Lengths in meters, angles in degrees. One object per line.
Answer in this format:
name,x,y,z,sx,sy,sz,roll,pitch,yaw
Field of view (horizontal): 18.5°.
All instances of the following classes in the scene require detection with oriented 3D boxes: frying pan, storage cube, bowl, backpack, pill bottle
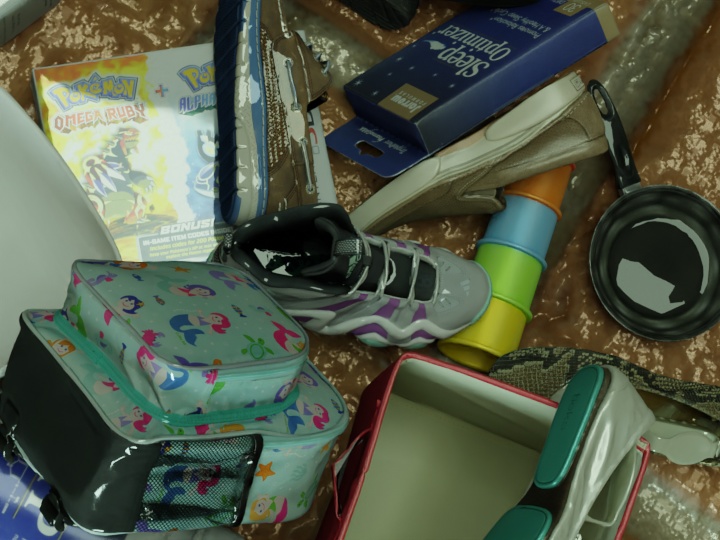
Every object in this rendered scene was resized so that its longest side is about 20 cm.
frying pan,0.194,-0.032,1.606,0.115,0.031,0.190,-44,90,-14
storage cube,0.067,0.171,1.474,0.199,0.180,0.171,20,77,-4
bowl,-0.281,-0.010,1.476,0.199,0.075,0.200,-33,78,-18
backpack,-0.110,0.080,1.404,0.200,0.178,0.151,8,114,-41
pill bottle,-0.185,0.171,1.464,0.200,0.120,0.120,27,76,-3

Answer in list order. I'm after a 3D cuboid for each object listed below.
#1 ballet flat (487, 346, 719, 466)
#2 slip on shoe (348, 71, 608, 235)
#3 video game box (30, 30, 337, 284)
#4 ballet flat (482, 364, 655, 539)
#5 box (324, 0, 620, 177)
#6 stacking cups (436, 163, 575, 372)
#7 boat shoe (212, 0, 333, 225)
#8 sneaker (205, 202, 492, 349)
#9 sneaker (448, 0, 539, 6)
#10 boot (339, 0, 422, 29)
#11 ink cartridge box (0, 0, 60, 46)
ballet flat,0.187,0.100,1.537,0.199,0.075,0.068,13,117,-22
slip on shoe,0.080,-0.064,1.551,0.200,0.076,0.061,-31,93,10
video game box,-0.120,-0.066,1.560,0.199,0.047,0.183,-10,79,-11
ballet flat,0.125,0.154,1.367,0.069,0.069,0.200,31,75,-2
box,0.071,-0.140,1.567,0.200,0.121,0.032,-34,118,-13
stacking cups,0.109,-0.029,1.585,0.060,0.061,0.201,18,74,-5
boat shoe,-0.060,-0.127,1.529,0.072,0.072,0.201,4,81,-19
sneaker,0.000,0.000,1.470,0.199,0.140,0.078,1,74,-9
sneaker,0.040,-0.262,1.549,0.199,0.084,0.121,9,76,-17
boot,-0.014,-0.279,1.613,0.200,0.070,0.132,35,73,-12
ink cartridge box,-0.328,-0.194,1.531,0.200,0.083,0.147,-38,86,-14
